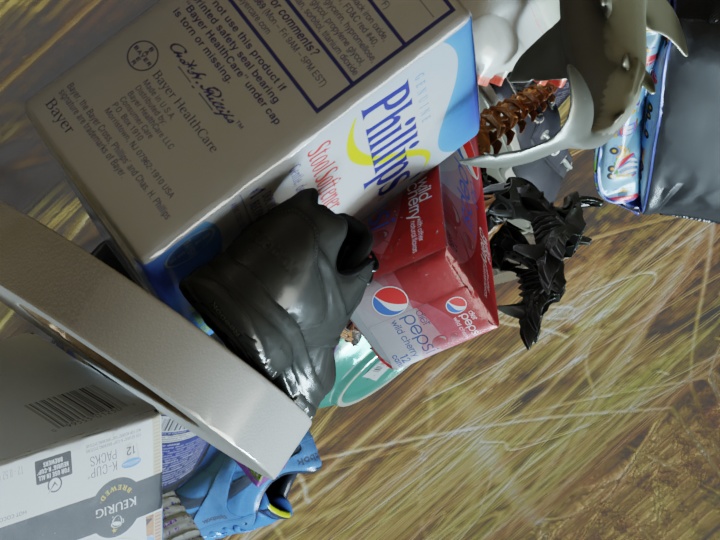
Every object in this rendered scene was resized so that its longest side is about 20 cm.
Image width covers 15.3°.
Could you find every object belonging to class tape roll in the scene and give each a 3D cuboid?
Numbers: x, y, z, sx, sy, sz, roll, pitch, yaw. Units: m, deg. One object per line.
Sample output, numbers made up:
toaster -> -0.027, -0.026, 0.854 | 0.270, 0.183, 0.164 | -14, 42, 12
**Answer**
tape roll -> -0.115, 0.033, 1.315 | 0.037, 0.202, 0.203 | -56, 168, -6

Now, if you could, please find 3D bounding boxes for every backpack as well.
backpack -> 0.222, -0.149, 1.696 | 0.183, 0.134, 0.201 | 94, 4, -45

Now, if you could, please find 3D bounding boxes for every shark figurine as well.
shark figurine -> 0.112, -0.109, 1.443 | 0.089, 0.215, 0.128 | -16, 133, 28

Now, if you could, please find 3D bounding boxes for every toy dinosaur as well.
toy dinosaur -> 0.062, -0.032, 1.561 | 0.201, 0.135, 0.102 | -60, 169, -4

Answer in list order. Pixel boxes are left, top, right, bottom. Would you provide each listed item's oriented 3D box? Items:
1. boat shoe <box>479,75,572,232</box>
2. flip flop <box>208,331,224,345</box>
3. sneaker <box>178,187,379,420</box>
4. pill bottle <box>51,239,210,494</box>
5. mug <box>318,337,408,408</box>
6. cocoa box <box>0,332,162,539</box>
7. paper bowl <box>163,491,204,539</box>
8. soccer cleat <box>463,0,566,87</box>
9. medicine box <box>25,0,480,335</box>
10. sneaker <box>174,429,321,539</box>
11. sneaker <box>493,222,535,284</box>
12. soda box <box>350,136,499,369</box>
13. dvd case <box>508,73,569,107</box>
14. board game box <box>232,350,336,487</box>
boat shoe -> 0.092, -0.095, 1.697 | 0.063, 0.072, 0.200 | -52, 153, -12
flip flop -> -0.053, -0.017, 1.489 | 0.057, 0.081, 0.201 | -11, -136, 38
sneaker -> -0.028, 0.015, 1.330 | 0.091, 0.076, 0.200 | -47, 171, -6
pill bottle -> -0.131, 0.067, 1.565 | 0.112, 0.112, 0.200 | -30, 164, -30
mug -> -0.009, 0.007, 1.678 | 0.152, 0.115, 0.185 | -29, 164, -33
cocoa box -> -0.215, 0.133, 1.366 | 0.199, 0.133, 0.132 | -16, 117, -36
paper bowl -> -0.207, 0.206, 1.809 | 0.200, 0.105, 0.201 | -33, 170, -6
soccer cleat -> 0.096, -0.150, 1.554 | 0.078, 0.069, 0.200 | -69, 164, 13
medicine box -> -0.047, -0.076, 1.342 | 0.200, 0.103, 0.182 | -36, 166, -5
sneaker -> -0.107, 0.183, 2.075 | 0.200, 0.079, 0.066 | -45, 167, 29
sneaker -> 0.065, -0.016, 1.940 | 0.200, 0.070, 0.076 | -30, 145, -43
soda box -> 0.027, -0.038, 1.469 | 0.070, 0.064, 0.200 | -24, -145, 16
dvd case -> 0.109, -0.121, 1.778 | 0.200, 0.016, 0.148 | -48, 164, 33
board game box -> -0.076, 0.047, 1.625 | 0.032, 0.120, 0.200 | -32, 165, -23
